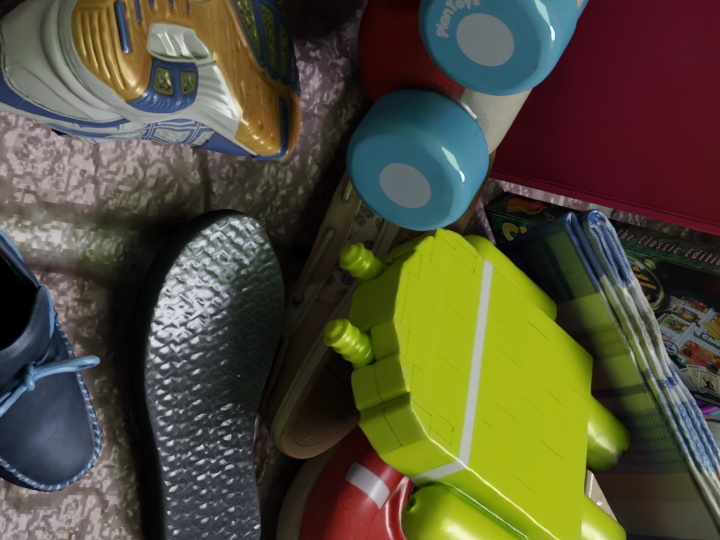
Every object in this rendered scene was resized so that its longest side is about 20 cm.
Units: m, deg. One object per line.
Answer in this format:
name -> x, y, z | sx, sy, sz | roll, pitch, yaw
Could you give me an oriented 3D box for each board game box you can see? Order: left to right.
board game box -> 0.159, 0.021, 0.905 | 0.023, 0.200, 0.105 | -43, 129, -25

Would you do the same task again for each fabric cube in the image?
fabric cube -> 0.219, -0.116, 0.924 | 0.200, 0.196, 0.200 | 9, 96, -45

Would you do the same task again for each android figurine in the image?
android figurine -> 0.058, 0.062, 0.799 | 0.200, 0.041, 0.182 | 38, 44, -31

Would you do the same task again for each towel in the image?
towel -> 0.137, 0.065, 0.887 | 0.024, 0.147, 0.200 | -27, 89, -16

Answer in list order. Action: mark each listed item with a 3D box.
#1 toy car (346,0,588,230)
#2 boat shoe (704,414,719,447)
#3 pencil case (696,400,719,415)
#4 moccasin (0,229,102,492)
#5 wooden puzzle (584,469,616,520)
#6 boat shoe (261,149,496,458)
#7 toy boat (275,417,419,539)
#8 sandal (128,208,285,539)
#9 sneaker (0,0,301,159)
toy car -> 0.010, -0.159, 0.754 | 0.184, 0.200, 0.177 | -57, 178, -42
boat shoe -> 0.224, 0.185, 1.039 | 0.065, 0.074, 0.200 | -23, 112, -43
pencil case -> 0.254, 0.030, 1.029 | 0.200, 0.092, 0.085 | -9, 128, -44
moccasin -> -0.164, 0.027, 0.689 | 0.080, 0.068, 0.200 | -49, 131, -22
wooden puzzle -> 0.197, 0.101, 1.080 | 0.185, 0.046, 0.200 | -7, 102, -43
boat shoe -> 0.000, 0.000, 0.853 | 0.200, 0.063, 0.073 | -61, 149, -7
toy boat -> 0.052, 0.126, 0.883 | 0.200, 0.131, 0.131 | -54, 132, -18
sandal -> -0.083, 0.063, 0.805 | 0.076, 0.043, 0.200 | -10, 119, -34
sneaker -> -0.094, -0.089, 0.727 | 0.200, 0.088, 0.075 | 15, 70, -66
